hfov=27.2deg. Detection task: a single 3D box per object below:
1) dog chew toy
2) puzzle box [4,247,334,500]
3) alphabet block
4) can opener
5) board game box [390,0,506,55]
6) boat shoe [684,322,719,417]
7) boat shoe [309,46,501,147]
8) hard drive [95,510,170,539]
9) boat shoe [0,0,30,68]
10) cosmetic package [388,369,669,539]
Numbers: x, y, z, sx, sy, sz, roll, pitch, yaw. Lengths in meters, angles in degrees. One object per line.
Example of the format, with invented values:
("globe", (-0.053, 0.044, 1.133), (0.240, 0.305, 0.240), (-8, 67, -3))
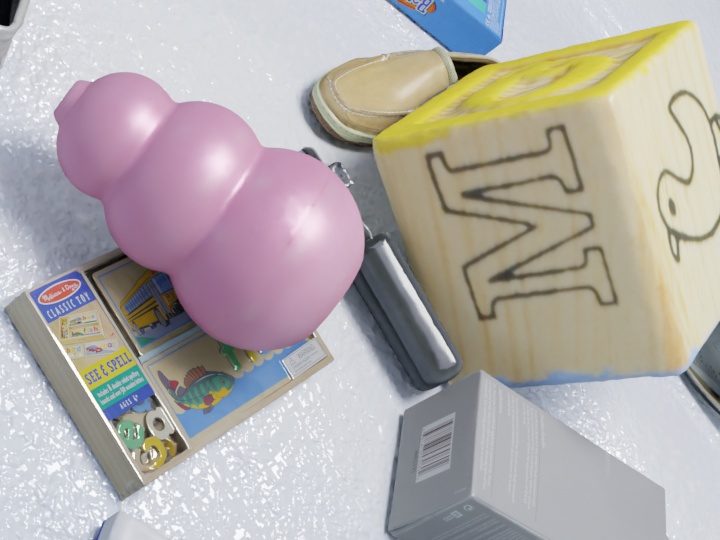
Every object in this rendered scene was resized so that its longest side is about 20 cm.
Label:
("dog chew toy", (-0.096, -0.042, 0.890), (0.200, 0.125, 0.125), (37, 42, -10))
("puzzle box", (-0.111, 0.040, 0.925), (0.134, 0.025, 0.200), (57, 39, 1))
("alphabet block", (0.154, -0.047, 1.086), (0.195, 0.195, 0.201), (-41, 116, -52))
("can opener", (0.000, 0.000, 1.062), (0.066, 0.053, 0.201), (-34, 88, -17))
("board game box", (0.047, -0.296, 1.310), (0.200, 0.045, 0.153), (36, 43, -25))
("boat shoe", (0.299, 0.047, 1.314), (0.200, 0.075, 0.060), (50, 33, -7))
("boat shoe", (0.043, -0.150, 1.178), (0.199, 0.076, 0.072), (-20, 79, -51))
("hard drive", (-0.110, 0.244, 0.783), (0.132, 0.025, 0.201), (38, 42, -22))
("boat shoe", (-0.235, -0.212, 0.936), (0.072, 0.066, 0.201), (25, 48, -33))
("cosmetic package", (0.123, 0.168, 1.038), (0.200, 0.090, 0.107), (37, 42, -27))
